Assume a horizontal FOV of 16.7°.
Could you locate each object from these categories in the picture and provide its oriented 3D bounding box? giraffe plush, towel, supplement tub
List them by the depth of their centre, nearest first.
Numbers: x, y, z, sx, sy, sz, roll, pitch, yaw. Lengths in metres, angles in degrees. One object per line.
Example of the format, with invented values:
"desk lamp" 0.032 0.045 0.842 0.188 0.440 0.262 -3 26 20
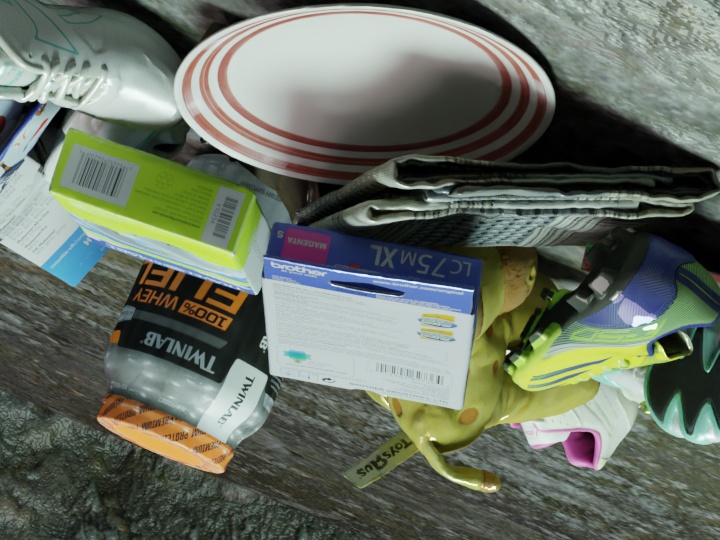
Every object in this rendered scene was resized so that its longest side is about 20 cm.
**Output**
"towel" 0.076 -0.031 1.359 0.192 0.035 0.200 2 172 -16
"giraffe plush" 0.056 0.024 1.557 0.172 0.200 0.162 22 139 23
"supplement tub" -0.100 0.031 1.695 0.122 0.200 0.123 21 167 5

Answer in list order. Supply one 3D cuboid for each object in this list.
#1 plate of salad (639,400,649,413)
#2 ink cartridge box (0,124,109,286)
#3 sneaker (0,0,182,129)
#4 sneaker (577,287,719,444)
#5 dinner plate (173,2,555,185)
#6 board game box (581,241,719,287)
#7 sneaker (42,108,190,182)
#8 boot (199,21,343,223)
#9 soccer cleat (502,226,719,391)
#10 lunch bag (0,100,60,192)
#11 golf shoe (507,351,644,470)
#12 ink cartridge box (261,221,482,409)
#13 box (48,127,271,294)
"plate of salad" 0.268 0.096 1.683 0.200 0.048 0.200 22 167 5
"ink cartridge box" -0.265 -0.082 1.718 0.200 0.068 0.116 35 -168 -47
"sneaker" -0.187 -0.122 1.412 0.200 0.080 0.070 25 124 -25
"sneaker" 0.226 0.057 1.473 0.140 0.078 0.200 10 -167 -27
"dinner plate" 0.002 -0.096 1.284 0.200 0.024 0.200 1 156 0
"board game box" 0.237 0.018 1.416 0.200 0.019 0.103 15 -179 31
"sneaker" -0.160 -0.087 1.614 0.080 0.071 0.200 22 167 -10
"boot" -0.047 -0.084 1.453 0.097 0.075 0.200 31 160 9
"soccer cleat" 0.143 0.038 1.402 0.084 0.065 0.200 30 155 -5
"lunch bag" -0.286 -0.085 1.532 0.200 0.170 0.124 10 -145 -53
"golf shoe" 0.125 0.073 1.741 0.200 0.092 0.075 31 167 -29
"ink cartridge box" 0.006 0.023 1.379 0.119 0.042 0.200 10 161 4
"box" -0.119 -0.033 1.535 0.122 0.048 0.200 19 173 5
